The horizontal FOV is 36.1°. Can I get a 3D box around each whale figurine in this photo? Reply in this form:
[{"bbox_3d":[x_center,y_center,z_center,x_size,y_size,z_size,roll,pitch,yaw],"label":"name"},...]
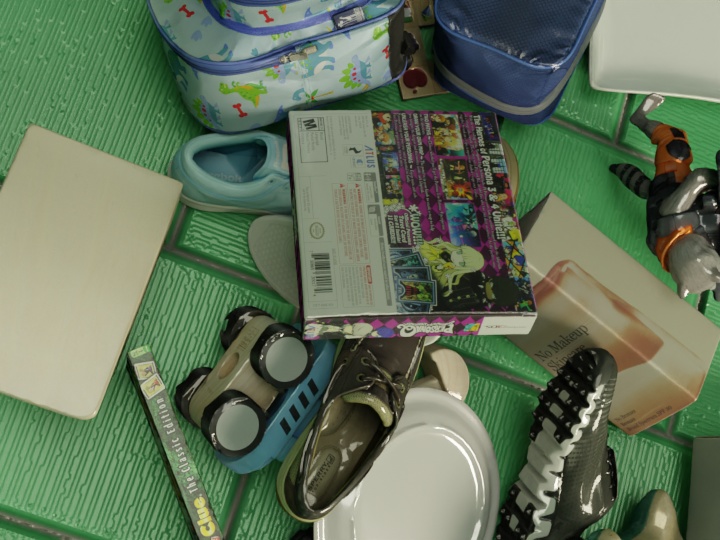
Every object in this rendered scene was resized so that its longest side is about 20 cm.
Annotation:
[{"bbox_3d":[0.211,0.278,0.953,0.200,0.103,0.161,-49,128,-36],"label":"whale figurine"}]

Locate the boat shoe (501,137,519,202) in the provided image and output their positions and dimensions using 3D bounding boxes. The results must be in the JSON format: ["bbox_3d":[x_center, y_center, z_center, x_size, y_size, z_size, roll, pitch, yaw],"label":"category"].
[{"bbox_3d":[0.090,-0.053,0.957,0.071,0.072,0.202,20,47,-11],"label":"boat shoe"}]

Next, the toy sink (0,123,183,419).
[{"bbox_3d":[-0.237,0.012,0.878,0.129,0.112,0.203,20,71,-9],"label":"toy sink"}]

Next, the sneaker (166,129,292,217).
[{"bbox_3d":[-0.065,-0.083,0.953,0.197,0.082,0.075,-4,81,-14],"label":"sneaker"}]

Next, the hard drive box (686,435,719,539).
[{"bbox_3d":[0.372,0.260,0.988,0.154,0.077,0.203,13,77,-21],"label":"hard drive box"}]

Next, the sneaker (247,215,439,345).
[{"bbox_3d":[0.000,0.000,0.967,0.198,0.099,0.072,24,112,19],"label":"sneaker"}]

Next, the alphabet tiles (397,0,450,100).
[{"bbox_3d":[0.113,-0.259,1.069,0.197,0.008,0.170,-11,82,-16],"label":"alphabet tiles"}]

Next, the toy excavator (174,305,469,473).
[{"bbox_3d":[-0.026,0.105,0.928,0.200,0.100,0.195,42,79,-26],"label":"toy excavator"}]

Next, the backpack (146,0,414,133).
[{"bbox_3d":[-0.077,-0.227,0.929,0.198,0.148,0.184,-23,56,-7],"label":"backpack"}]

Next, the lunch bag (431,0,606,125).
[{"bbox_3d":[0.151,-0.246,1.006,0.134,0.133,0.202,27,75,9],"label":"lunch bag"}]

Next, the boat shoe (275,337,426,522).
[{"bbox_3d":[0.005,0.102,0.846,0.073,0.065,0.202,29,77,-16],"label":"boat shoe"}]

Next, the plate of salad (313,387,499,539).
[{"bbox_3d":[0.038,0.198,0.928,0.198,0.048,0.204,-2,93,-36],"label":"plate of salad"}]

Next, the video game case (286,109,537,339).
[{"bbox_3d":[0.035,-0.041,0.876,0.178,0.036,0.203,-2,57,-9],"label":"video game case"}]

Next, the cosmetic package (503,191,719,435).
[{"bbox_3d":[0.204,0.041,0.977,0.199,0.103,0.088,38,55,-3],"label":"cosmetic package"}]

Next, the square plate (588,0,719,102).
[{"bbox_3d":[0.315,-0.264,1.108,0.197,0.028,0.202,4,78,-13],"label":"square plate"}]

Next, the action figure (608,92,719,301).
[{"bbox_3d":[0.289,-0.037,0.997,0.103,0.195,0.202,-10,125,11],"label":"action figure"}]

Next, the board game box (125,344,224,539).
[{"bbox_3d":[-0.141,0.161,0.877,0.023,0.105,0.203,-21,84,-13],"label":"board game box"}]

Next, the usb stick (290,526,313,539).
[{"bbox_3d":[-0.090,0.300,0.900,0.055,0.033,0.200,44,72,-6],"label":"usb stick"}]

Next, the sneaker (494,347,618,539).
[{"bbox_3d":[0.189,0.162,0.956,0.089,0.067,0.203,12,106,-22],"label":"sneaker"}]
